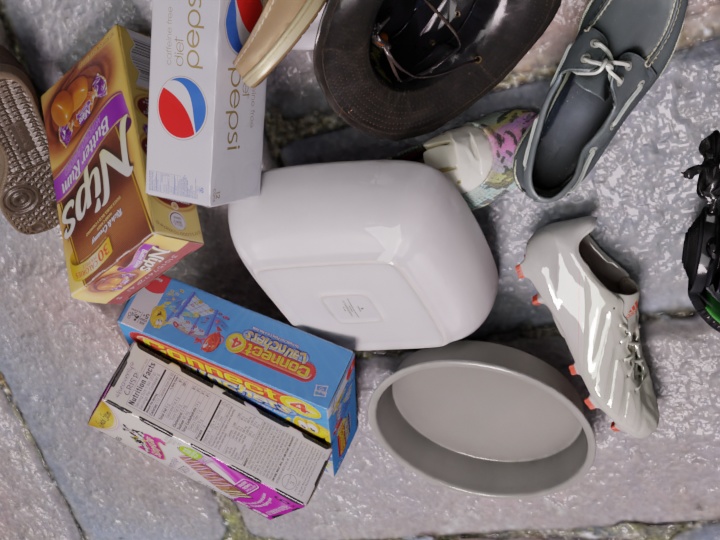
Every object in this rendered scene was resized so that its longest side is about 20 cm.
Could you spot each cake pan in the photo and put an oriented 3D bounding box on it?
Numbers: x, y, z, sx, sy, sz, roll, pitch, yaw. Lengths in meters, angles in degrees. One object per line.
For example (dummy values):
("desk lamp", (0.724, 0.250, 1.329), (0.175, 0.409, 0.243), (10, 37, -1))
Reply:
("cake pan", (0.106, 0.130, 1.005), (0.199, 0.037, 0.201), (10, 139, 9))

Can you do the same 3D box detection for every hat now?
("hat", (0.045, -0.197, 0.836), (0.200, 0.081, 0.201), (-17, 137, -16))

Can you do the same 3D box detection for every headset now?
("headset", (0.289, -0.014, 0.839), (0.123, 0.094, 0.200), (-16, 123, 29))

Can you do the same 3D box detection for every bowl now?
("bowl", (0.000, 0.000, 0.932), (0.199, 0.075, 0.200), (-3, 144, 24))

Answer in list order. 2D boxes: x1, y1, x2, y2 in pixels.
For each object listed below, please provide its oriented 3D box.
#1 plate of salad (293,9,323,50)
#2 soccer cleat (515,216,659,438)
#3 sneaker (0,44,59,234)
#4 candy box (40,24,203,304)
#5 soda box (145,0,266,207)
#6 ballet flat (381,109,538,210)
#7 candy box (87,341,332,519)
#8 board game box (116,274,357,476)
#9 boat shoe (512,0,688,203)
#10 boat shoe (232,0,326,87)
("plate of salad", (-0.061, -0.261, 0.871), (0.199, 0.048, 0.201), (11, 123, 17))
("soccer cleat", (0.201, 0.049, 0.932), (0.077, 0.069, 0.201), (-25, 104, 29))
("sneaker", (-0.311, -0.123, 1.056), (0.070, 0.076, 0.201), (-15, 141, -15))
("candy box", (-0.201, -0.087, 0.957), (0.116, 0.056, 0.201), (-32, 62, 34))
("soda box", (-0.111, -0.153, 0.850), (0.063, 0.068, 0.201), (13, 106, 28))
("ballet flat", (0.052, -0.075, 0.913), (0.199, 0.071, 0.070), (-20, 71, 33))
("candy box", (-0.139, 0.149, 1.035), (0.199, 0.061, 0.136), (30, 157, -8))
("board game box", (-0.104, 0.097, 1.039), (0.199, 0.056, 0.196), (21, 156, 11))
("boat shoe", (0.173, -0.133, 0.817), (0.073, 0.062, 0.201), (29, 110, -3))
("boat shoe", (-0.043, -0.225, 0.809), (0.064, 0.071, 0.201), (30, 92, -12))
